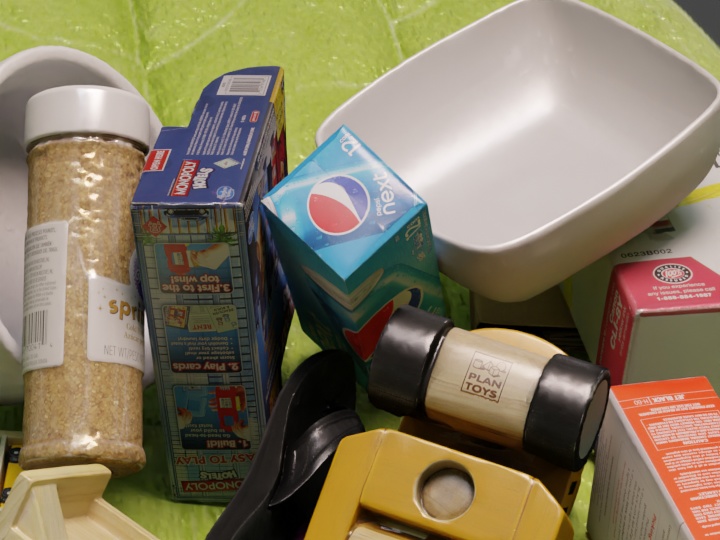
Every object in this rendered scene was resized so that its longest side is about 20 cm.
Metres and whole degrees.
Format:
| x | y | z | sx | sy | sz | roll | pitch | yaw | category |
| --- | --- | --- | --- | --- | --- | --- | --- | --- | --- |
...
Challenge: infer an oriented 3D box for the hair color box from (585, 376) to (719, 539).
| x | y | z | sx | sy | sz | roll | pitch | yaw | category |
| --- | --- | --- | --- | --- | --- | --- | --- | --- | --- |
| 0.179 | 0.154 | 1.225 | 0.061 | 0.102 | 0.201 | -5 | 36 | -14 | hair color box |

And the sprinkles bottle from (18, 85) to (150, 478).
| x | y | z | sx | sy | sz | roll | pitch | yaw | category |
| --- | --- | --- | --- | --- | --- | --- | --- | --- | --- |
| -0.146 | 0.007 | 1.263 | 0.068 | 0.068 | 0.202 | 1 | 76 | -5 | sprinkles bottle |

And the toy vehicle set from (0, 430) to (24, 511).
| x | y | z | sx | sy | sz | roll | pitch | yaw | category |
| --- | --- | --- | --- | --- | --- | --- | --- | --- | --- |
| -0.218 | 0.154 | 1.247 | 0.123 | 0.027 | 0.201 | 3 | 34 | -3 | toy vehicle set |

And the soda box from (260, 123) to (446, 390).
| x | y | z | sx | sy | sz | roll | pitch | yaw | category |
| --- | --- | --- | --- | --- | --- | --- | --- | --- | --- |
| 0.000 | 0.000 | 1.334 | 0.064 | 0.200 | 0.068 | -43 | 71 | -11 | soda box |

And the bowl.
| x | y | z | sx | sy | sz | roll | pitch | yaw | category |
| --- | --- | --- | --- | --- | --- | --- | --- | --- | --- |
| 0.096 | -0.063 | 1.396 | 0.199 | 0.075 | 0.199 | -32 | 39 | -19 | bowl |

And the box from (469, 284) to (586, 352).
| x | y | z | sx | sy | sz | roll | pitch | yaw | category |
| --- | --- | --- | --- | --- | --- | --- | --- | --- | --- |
| 0.148 | -0.012 | 1.538 | 0.162 | 0.021 | 0.201 | 3 | 35 | -1 | box |

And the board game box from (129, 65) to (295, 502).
| x | y | z | sx | sy | sz | roll | pitch | yaw | category |
| --- | --- | --- | --- | --- | --- | --- | --- | --- | --- |
| -0.076 | 0.015 | 1.325 | 0.061 | 0.201 | 0.200 | 1 | 24 | 5 | board game box |

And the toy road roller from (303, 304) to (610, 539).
| x | y | z | sx | sy | sz | roll | pitch | yaw | category |
| --- | --- | --- | --- | --- | --- | --- | --- | --- | --- |
| 0.057 | 0.127 | 1.262 | 0.122 | 0.146 | 0.201 | 17 | 73 | 17 | toy road roller |

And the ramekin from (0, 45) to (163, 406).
| x | y | z | sx | sy | sz | roll | pitch | yaw | category |
| --- | --- | --- | --- | --- | --- | --- | --- | --- | --- |
| -0.190 | -0.018 | 1.353 | 0.097 | 0.202 | 0.201 | -12 | 22 | 34 | ramekin |

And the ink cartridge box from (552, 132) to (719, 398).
| x | y | z | sx | sy | sz | roll | pitch | yaw | category |
| --- | --- | --- | --- | --- | --- | --- | --- | --- | --- |
| 0.199 | -0.006 | 1.440 | 0.144 | 0.084 | 0.201 | -4 | 36 | -11 | ink cartridge box |

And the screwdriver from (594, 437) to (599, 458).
| x | y | z | sx | sy | sz | roll | pitch | yaw | category |
| --- | --- | --- | --- | --- | --- | --- | --- | --- | --- |
| 0.103 | 0.087 | 1.385 | 0.199 | 0.028 | 0.029 | 18 | 65 | 22 | screwdriver |

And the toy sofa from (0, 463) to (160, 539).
| x | y | z | sx | sy | sz | roll | pitch | yaw | category |
| --- | --- | --- | --- | --- | --- | --- | --- | --- | --- |
| -0.095 | 0.185 | 1.154 | 0.199 | 0.098 | 0.083 | 31 | 12 | 21 | toy sofa |

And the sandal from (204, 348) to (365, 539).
| x | y | z | sx | sy | sz | roll | pitch | yaw | category |
| --- | --- | --- | --- | --- | --- | --- | --- | --- | --- |
| -0.030 | 0.122 | 1.274 | 0.048 | 0.076 | 0.201 | 2 | 40 | 23 | sandal |
